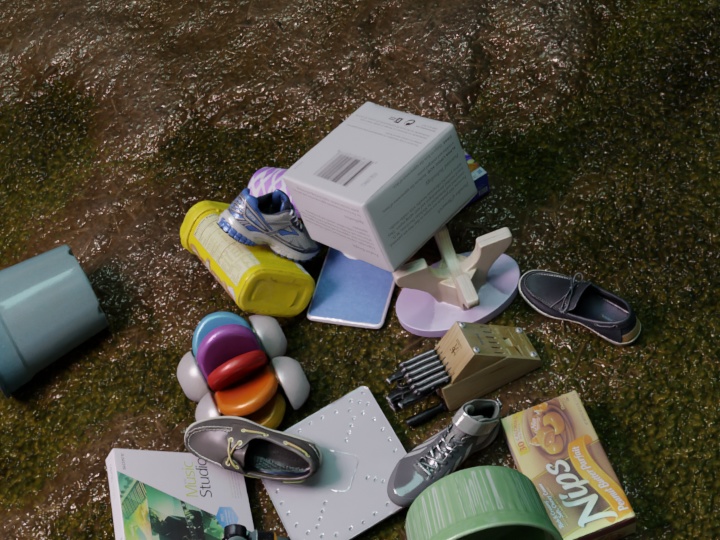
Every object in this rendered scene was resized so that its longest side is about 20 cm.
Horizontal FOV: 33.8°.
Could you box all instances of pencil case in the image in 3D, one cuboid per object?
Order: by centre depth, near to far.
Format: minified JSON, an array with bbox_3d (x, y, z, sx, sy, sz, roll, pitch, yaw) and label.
[{"bbox_3d":[-0.098,-0.116,1.921,0.198,0.085,0.086,13,50,43],"label":"pencil case"}]

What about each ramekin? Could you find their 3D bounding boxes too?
[{"bbox_3d":[0.151,0.338,1.494,0.197,0.201,0.098,-18,45,2],"label":"ramekin"}]

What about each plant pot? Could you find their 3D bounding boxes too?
[{"bbox_3d":[-0.518,0.068,1.878,0.194,0.202,0.201,-28,53,-15],"label":"plant pot"}]

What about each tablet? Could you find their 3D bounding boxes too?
[{"bbox_3d":[0.000,0.000,1.879,0.128,0.014,0.202,6,58,19],"label":"tablet"}]

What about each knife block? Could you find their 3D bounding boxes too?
[{"bbox_3d":[0.140,0.157,1.712,0.198,0.176,0.064,6,42,-37],"label":"knife block"}]

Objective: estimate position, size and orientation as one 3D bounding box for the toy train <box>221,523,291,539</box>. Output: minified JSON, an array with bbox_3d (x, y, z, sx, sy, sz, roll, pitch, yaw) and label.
[{"bbox_3d":[-0.142,0.436,1.560,0.113,0.085,0.203,15,53,-29],"label":"toy train"}]

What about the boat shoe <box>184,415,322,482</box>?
[{"bbox_3d":[-0.153,0.250,1.650,0.198,0.061,0.073,9,96,4],"label":"boat shoe"}]

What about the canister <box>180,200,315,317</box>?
[{"bbox_3d":[-0.176,-0.017,1.847,0.200,0.147,0.087,45,115,42],"label":"canister"}]

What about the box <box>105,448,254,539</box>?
[{"bbox_3d":[-0.248,0.321,1.638,0.197,0.036,0.146,8,47,-30],"label":"box"}]

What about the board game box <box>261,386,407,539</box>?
[{"bbox_3d":[-0.032,0.290,1.680,0.198,0.026,0.201,-29,53,-5],"label":"board game box"}]

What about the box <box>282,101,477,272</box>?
[{"bbox_3d":[0.029,-0.128,1.756,0.200,0.132,0.198,-42,39,-22],"label":"box"}]

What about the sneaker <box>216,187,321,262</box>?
[{"bbox_3d":[-0.121,-0.074,1.805,0.077,0.199,0.086,45,110,38],"label":"sneaker"}]

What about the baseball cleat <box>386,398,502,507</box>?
[{"bbox_3d":[0.114,0.236,1.609,0.199,0.107,0.070,-37,64,-28],"label":"baseball cleat"}]

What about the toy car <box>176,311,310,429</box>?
[{"bbox_3d":[-0.184,0.144,1.746,0.173,0.151,0.201,-28,53,-5],"label":"toy car"}]

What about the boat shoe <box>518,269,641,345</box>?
[{"bbox_3d":[0.318,0.043,1.731,0.198,0.063,0.075,28,69,31],"label":"boat shoe"}]

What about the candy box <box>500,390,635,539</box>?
[{"bbox_3d":[0.276,0.273,1.586,0.114,0.056,0.202,-21,54,1],"label":"candy box"}]

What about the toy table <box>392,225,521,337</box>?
[{"bbox_3d":[0.141,0.009,1.770,0.198,0.118,0.185,-30,54,-8],"label":"toy table"}]

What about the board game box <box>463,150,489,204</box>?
[{"bbox_3d":[0.090,-0.131,1.915,0.198,0.045,0.135,-32,51,-12],"label":"board game box"}]
